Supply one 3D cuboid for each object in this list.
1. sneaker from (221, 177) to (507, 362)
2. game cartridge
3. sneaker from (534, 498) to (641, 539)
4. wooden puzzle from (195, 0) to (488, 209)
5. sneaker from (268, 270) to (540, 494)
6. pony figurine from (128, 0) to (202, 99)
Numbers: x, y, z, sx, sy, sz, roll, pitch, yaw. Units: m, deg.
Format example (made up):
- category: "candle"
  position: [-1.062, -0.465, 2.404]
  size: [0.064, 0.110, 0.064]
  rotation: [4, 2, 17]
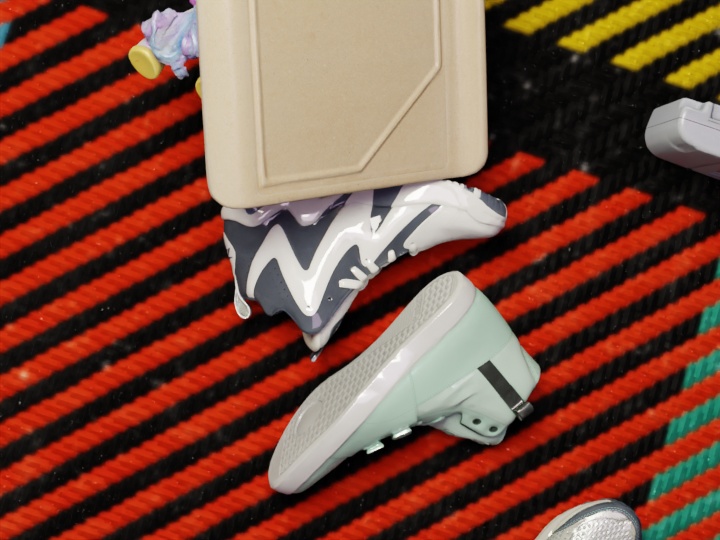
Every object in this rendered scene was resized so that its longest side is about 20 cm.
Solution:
- category: "sneaker"
  position: [0.000, 0.000, 1.251]
  size: [0.197, 0.079, 0.131]
  rotation: [4, 89, -4]
- category: "game cartridge"
  position: [0.300, -0.070, 1.246]
  size: [0.199, 0.133, 0.042]
  rotation: [18, 86, -2]
- category: "sneaker"
  position: [0.129, 0.245, 1.244]
  size: [0.078, 0.086, 0.200]
  rotation: [42, 86, -2]
- category: "wooden puzzle"
  position: [-0.012, -0.143, 1.165]
  size: [0.199, 0.037, 0.187]
  rotation: [-9, 103, -26]
- category: "sneaker"
  position: [0.036, 0.109, 1.252]
  size: [0.200, 0.074, 0.118]
  rotation: [-43, 112, 9]
- category: "pony figurine"
  position: [-0.062, -0.177, 1.218]
  size: [0.200, 0.166, 0.194]
  rotation: [-48, 114, -33]
